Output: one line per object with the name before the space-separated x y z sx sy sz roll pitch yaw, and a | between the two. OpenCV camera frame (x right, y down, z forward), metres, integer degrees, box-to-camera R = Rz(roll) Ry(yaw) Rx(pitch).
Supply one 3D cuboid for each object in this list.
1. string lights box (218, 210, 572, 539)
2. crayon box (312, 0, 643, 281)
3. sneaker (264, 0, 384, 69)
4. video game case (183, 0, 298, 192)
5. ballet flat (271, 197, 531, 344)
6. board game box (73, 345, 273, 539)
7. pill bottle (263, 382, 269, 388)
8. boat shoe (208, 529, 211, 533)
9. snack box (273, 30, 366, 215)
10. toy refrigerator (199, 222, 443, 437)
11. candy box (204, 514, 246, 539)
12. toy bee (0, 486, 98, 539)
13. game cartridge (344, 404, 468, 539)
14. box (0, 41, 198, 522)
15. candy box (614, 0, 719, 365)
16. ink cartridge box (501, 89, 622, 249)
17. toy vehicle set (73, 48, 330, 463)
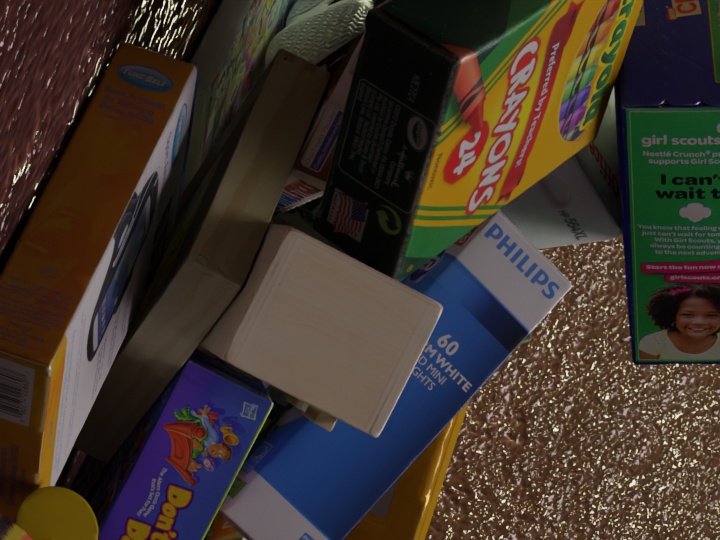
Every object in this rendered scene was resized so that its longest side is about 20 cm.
string lights box | 0.007 0.058 1.408 0.200 0.059 0.103 -48 -166 -7
crayon box | 0.068 -0.093 1.262 0.200 0.051 0.127 -36 151 -43
sneaker | 0.018 -0.117 1.557 0.114 0.075 0.200 62 34 -23
video game case | -0.062 -0.116 1.490 0.143 0.018 0.200 102 8 -50
ballet flat | 0.000 0.000 1.486 0.074 0.200 0.074 -50 -165 18
board game box | -0.100 0.099 1.359 0.135 0.045 0.200 -62 -172 2
pill bottle | -0.042 0.001 1.576 0.200 0.114 0.114 -66 173 -52
boat shoe | -0.102 0.105 1.558 0.200 0.073 0.063 -68 178 -61
snack box | -0.023 -0.066 1.341 0.072 0.024 0.200 -64 -172 -7
toy refrigerator | -0.027 0.025 1.256 0.070 0.076 0.200 -63 -171 -3
candy box | -0.081 0.132 1.621 0.055 0.115 0.200 64 25 -22
toy bee | -0.137 0.152 1.142 0.200 0.109 0.131 81 28 -78
game cartridge | -0.028 0.089 1.719 0.032 0.176 0.200 -25 134 -67
box | -0.117 -0.003 1.198 0.119 0.041 0.200 103 5 -50
candy box | 0.167 -0.077 1.423 0.200 0.077 0.169 78 11 -50
ink cartridge box | 0.081 -0.129 1.500 0.146 0.084 0.200 49 37 -57
toy vehicle set | -0.079 -0.003 1.303 0.200 0.026 0.124 -50 -165 56
